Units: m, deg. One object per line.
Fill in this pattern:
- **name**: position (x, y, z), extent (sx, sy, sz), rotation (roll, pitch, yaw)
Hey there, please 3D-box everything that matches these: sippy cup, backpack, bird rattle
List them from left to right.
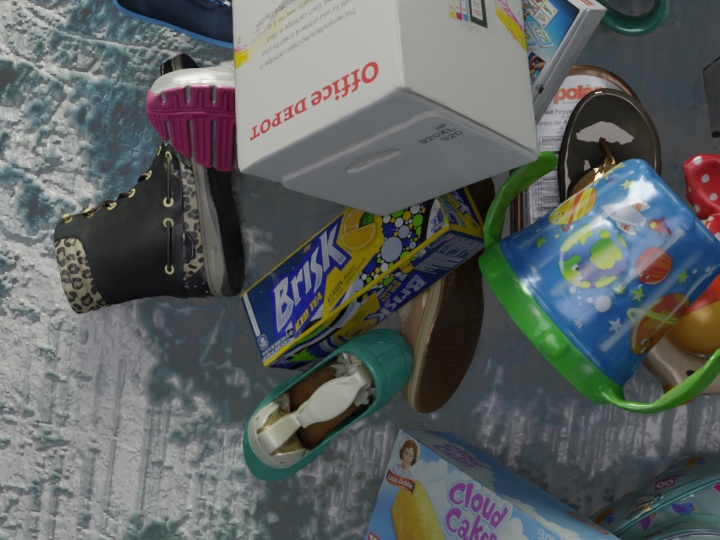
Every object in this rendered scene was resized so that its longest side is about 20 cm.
- **sippy cup**: position (0.171, -0.001, 0.683), extent (0.130, 0.140, 0.178), rotation (-43, 96, 14)
- **backpack**: position (0.257, 0.243, 0.754), extent (0.199, 0.153, 0.177), rotation (-34, 83, 1)
- **bird rattle**: position (0.273, 0.014, 0.745), extent (0.162, 0.113, 0.202), rotation (-22, 94, -9)

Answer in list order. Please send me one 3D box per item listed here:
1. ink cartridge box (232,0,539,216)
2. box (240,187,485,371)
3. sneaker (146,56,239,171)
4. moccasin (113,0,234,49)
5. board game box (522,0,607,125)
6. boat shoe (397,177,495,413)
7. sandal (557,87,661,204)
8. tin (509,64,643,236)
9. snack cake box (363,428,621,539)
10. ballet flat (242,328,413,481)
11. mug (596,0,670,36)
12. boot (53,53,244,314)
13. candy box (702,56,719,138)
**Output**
- **ink cartridge box**: position (0.013, -0.160, 0.662), extent (0.146, 0.144, 0.202), rotation (-19, 67, 41)
- **box**: position (0.000, 0.000, 0.777), extent (0.199, 0.064, 0.071), rotation (-37, 61, 27)
- **sneaker**: position (-0.075, -0.138, 0.792), extent (0.198, 0.082, 0.089), rotation (-3, 49, -27)
- **moccasin**: position (-0.112, -0.219, 0.773), extent (0.198, 0.081, 0.069), rotation (14, 127, 14)
- **board game box**: position (0.074, -0.197, 0.759), extent (0.200, 0.034, 0.127), rotation (45, 124, 23)
- **boat shoe**: position (0.060, 0.014, 0.815), extent (0.064, 0.071, 0.202), rotation (13, 92, 41)
- **sandal**: position (0.179, -0.037, 0.761), extent (0.081, 0.055, 0.202), rotation (17, 95, 6)
- **tin**: position (0.177, -0.064, 0.806), extent (0.111, 0.042, 0.202), rotation (-2, 92, 3)
- **snack cake box**: position (0.090, 0.209, 0.751), extent (0.067, 0.200, 0.116), rotation (12, 97, -34)
- **ballet flat**: position (-0.044, 0.112, 0.794), extent (0.200, 0.070, 0.068), rotation (-40, 78, 29)
- **mug**: position (0.193, -0.279, 0.736), extent (0.113, 0.152, 0.187), rotation (6, 94, 10)
- **boot**: position (-0.187, -0.067, 0.836), extent (0.152, 0.073, 0.206), rotation (-11, 90, 11)
- **candy box**: position (0.330, -0.142, 0.700), extent (0.135, 0.200, 0.062), rotation (-10, 92, 7)
